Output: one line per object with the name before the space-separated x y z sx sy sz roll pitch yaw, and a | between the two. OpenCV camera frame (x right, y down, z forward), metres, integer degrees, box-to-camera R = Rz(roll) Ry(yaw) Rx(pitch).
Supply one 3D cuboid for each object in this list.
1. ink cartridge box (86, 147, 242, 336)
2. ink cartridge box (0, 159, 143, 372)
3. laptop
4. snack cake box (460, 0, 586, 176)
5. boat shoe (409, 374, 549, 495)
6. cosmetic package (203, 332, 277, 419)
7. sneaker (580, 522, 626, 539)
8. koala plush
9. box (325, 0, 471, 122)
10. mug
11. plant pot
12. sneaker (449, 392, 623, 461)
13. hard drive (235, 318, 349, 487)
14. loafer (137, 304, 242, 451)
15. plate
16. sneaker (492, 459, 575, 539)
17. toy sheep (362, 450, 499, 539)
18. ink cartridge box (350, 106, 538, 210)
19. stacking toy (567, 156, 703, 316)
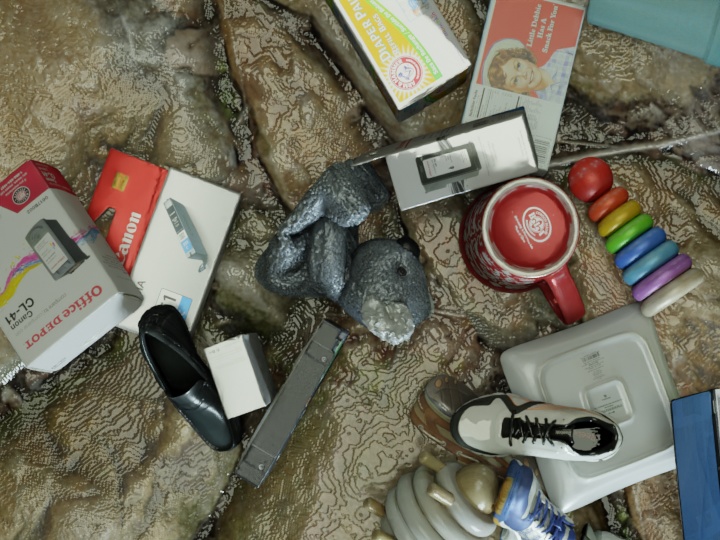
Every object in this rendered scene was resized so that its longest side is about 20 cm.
ink cartridge box | -0.256 -0.027 1.683 0.175 0.045 0.202 20 88 1
ink cartridge box | -0.372 -0.005 1.642 0.147 0.086 0.201 -38 76 6
laptop | 0.453 0.231 1.625 0.198 0.116 0.189 -5 89 1
snack cake box | 0.188 -0.224 1.669 0.114 0.067 0.202 14 89 4
boat shoe | 0.144 0.204 1.662 0.200 0.076 0.072 39 123 -6
cosmetic package | -0.134 0.118 1.597 0.050 0.200 0.083 -21 87 -1
sneaker | 0.274 0.406 1.643 0.088 0.074 0.202 19 89 4
koala plush | 0.000 0.000 1.623 0.200 0.177 0.184 42 103 2
box | 0.037 -0.290 1.652 0.101 0.112 0.201 -31 89 0
mug | 0.202 -0.033 1.596 0.176 0.200 0.134 28 88 2
plant pot | 0.370 -0.338 1.617 0.194 0.200 0.202 13 88 10
sneaker | 0.200 0.176 1.578 0.198 0.080 0.075 2 84 0
hard drive | -0.077 0.149 1.626 0.038 0.140 0.201 31 90 2
loafer | -0.202 0.135 1.639 0.068 0.071 0.202 -20 112 20
plate | 0.286 0.158 1.648 0.198 0.032 0.202 -18 84 -12
sneaker | 0.203 0.277 1.589 0.087 0.200 0.076 18 67 21
toy sheep | 0.081 0.289 1.624 0.200 0.138 0.138 -39 88 22
ink cartridge box | 0.097 -0.122 1.583 0.198 0.116 0.068 -15 99 10
stacking toy | 0.317 -0.049 1.660 0.085 0.085 0.201 -33 83 0
